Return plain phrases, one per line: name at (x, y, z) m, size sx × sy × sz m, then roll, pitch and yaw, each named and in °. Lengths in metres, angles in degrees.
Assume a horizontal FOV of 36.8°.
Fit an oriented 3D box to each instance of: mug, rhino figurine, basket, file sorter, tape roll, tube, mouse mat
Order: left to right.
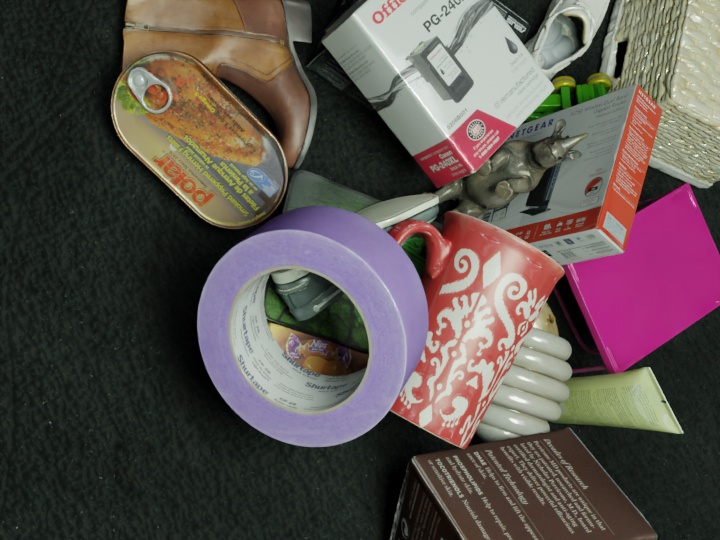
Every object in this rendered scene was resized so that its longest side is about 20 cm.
tape roll at (-0.042, 0.050, 0.978) m, size 0.202 × 0.198 × 0.085 m, roll 57°, pitch 24°, yaw -6°
mouse mat at (0.000, 0.000, 1.114) m, size 0.197 × 0.008 × 0.164 m, roll 19°, pitch 73°, yaw -24°
mug at (0.082, 0.052, 1.075) m, size 0.175 × 0.133 × 0.202 m, roll 26°, pitch 87°, yaw 2°
rhino figurine at (0.160, -0.106, 1.147) m, size 0.087 × 0.199 × 0.061 m, roll -27°, pitch 90°, yaw -49°
tube at (0.267, 0.141, 1.169) m, size 0.057 × 0.199 × 0.053 m, roll 20°, pitch 76°, yaw -20°
file sorter at (0.299, 0.014, 1.246) m, size 0.198 × 0.125 × 0.141 m, roll -28°, pitch 95°, yaw -25°
basket at (0.412, -0.237, 1.323) m, size 0.197 × 0.160 × 0.201 m, roll 20°, pitch 74°, yaw -19°

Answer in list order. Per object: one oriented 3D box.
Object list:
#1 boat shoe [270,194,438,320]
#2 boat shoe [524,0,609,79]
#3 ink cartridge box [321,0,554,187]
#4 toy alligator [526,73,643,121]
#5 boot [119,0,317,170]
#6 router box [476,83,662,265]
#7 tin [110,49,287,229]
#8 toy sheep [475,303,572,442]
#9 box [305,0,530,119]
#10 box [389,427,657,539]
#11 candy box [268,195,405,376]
boat shoe at (0.001, -0.017, 1.081) m, size 0.198 × 0.072 × 0.063 m, roll -29°, pitch 110°, yaw -25°
boat shoe at (0.256, -0.292, 1.306) m, size 0.071 × 0.069 × 0.201 m, roll 41°, pitch 67°, yaw -11°
ink cartridge box at (0.080, -0.213, 1.108) m, size 0.145 × 0.083 × 0.201 m, roll -45°, pitch 102°, yaw -22°
toy alligator at (0.234, -0.188, 1.273) m, size 0.196 × 0.054 × 0.060 m, roll -4°, pitch 63°, yaw 9°
boot at (-0.145, -0.200, 1.107) m, size 0.196 × 0.068 × 0.192 m, roll 0°, pitch 89°, yaw -21°
router box at (0.217, -0.092, 1.174) m, size 0.049 × 0.199 × 0.182 m, roll 34°, pitch 62°, yaw -27°
tin at (-0.159, -0.130, 1.078) m, size 0.112 × 0.042 × 0.200 m, roll -44°, pitch 103°, yaw 4°
toy sheep at (0.161, 0.121, 1.167) m, size 0.136 × 0.138 × 0.203 m, roll 17°, pitch 89°, yaw -21°
box at (0.066, -0.249, 1.200) m, size 0.198 × 0.086 × 0.166 m, roll 30°, pitch 71°, yaw -17°
box at (0.152, 0.284, 1.079) m, size 0.197 × 0.165 × 0.168 m, roll -5°, pitch 124°, yaw -26°
candy box at (-0.039, 0.040, 1.122) m, size 0.115 × 0.056 × 0.203 m, roll 25°, pitch 70°, yaw -19°
